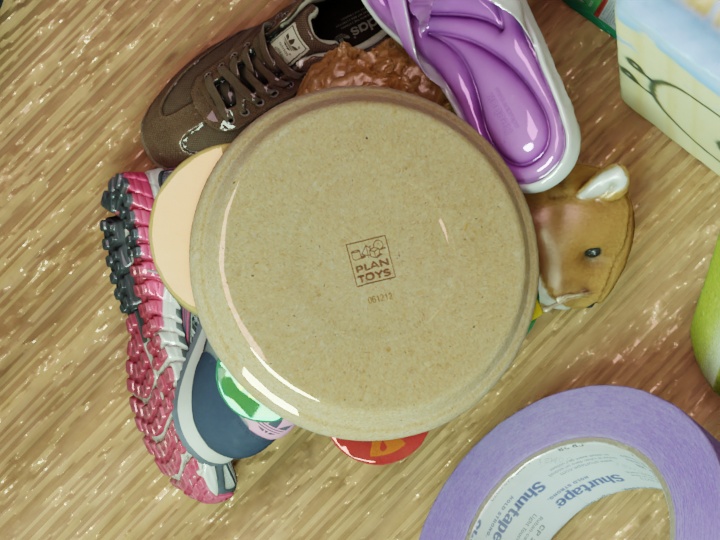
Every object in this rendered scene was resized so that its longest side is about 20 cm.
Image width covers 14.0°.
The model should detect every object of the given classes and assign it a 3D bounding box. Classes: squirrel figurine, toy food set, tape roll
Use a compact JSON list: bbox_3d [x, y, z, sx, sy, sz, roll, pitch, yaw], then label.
[{"bbox_3d":[0.060,-0.051,1.678,0.186,0.142,0.200,-8,80,-1],"label":"squirrel figurine"},{"bbox_3d":[0.000,0.000,1.574,0.200,0.049,0.198,-30,88,-15],"label":"toy food set"},{"bbox_3d":[0.127,0.166,1.603,0.200,0.066,0.200,-20,51,27],"label":"tape roll"}]

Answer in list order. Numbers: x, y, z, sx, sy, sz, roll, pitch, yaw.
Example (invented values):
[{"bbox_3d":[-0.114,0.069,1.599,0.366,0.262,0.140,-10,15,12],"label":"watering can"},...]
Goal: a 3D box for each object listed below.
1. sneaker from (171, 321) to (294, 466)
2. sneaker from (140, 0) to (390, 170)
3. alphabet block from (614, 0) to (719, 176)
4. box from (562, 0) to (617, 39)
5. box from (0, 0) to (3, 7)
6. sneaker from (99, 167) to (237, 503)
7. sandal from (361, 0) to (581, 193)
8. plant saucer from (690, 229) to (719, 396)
[{"bbox_3d":[-0.049,0.012,1.657,0.082,0.070,0.200,-20,55,44],"label":"sneaker"},{"bbox_3d":[-0.048,-0.130,1.734,0.200,0.076,0.071,-32,77,-1],"label":"sneaker"},{"bbox_3d":[0.271,-0.141,1.635,0.195,0.200,0.196,40,85,13],"label":"alphabet block"},{"bbox_3d":[0.197,-0.234,1.704,0.048,0.117,0.200,35,85,2],"label":"box"},{"bbox_3d":[-0.280,-0.209,1.768,0.158,0.050,0.200,13,80,29],"label":"box"},{"bbox_3d":[-0.096,0.036,1.708,0.075,0.081,0.200,-7,84,-23],"label":"sneaker"},{"bbox_3d":[0.055,-0.135,1.615,0.082,0.050,0.203,-40,74,17],"label":"sandal"},{"bbox_3d":[0.274,0.047,1.594,0.200,0.200,0.048,25,62,11],"label":"plant saucer"}]
